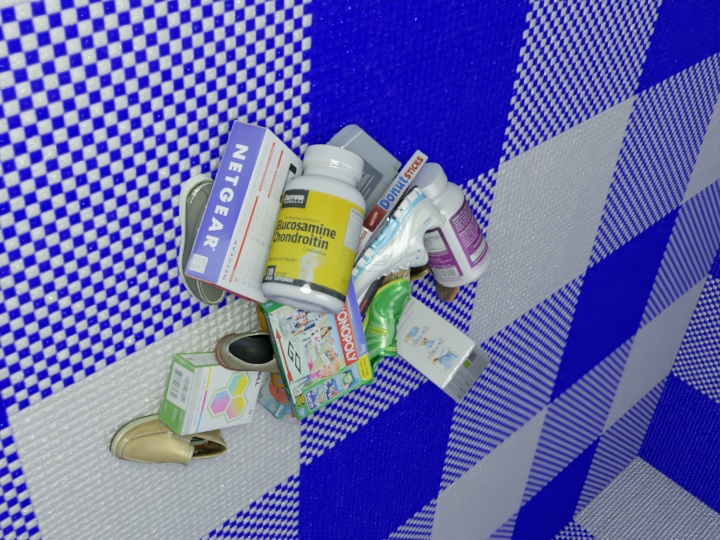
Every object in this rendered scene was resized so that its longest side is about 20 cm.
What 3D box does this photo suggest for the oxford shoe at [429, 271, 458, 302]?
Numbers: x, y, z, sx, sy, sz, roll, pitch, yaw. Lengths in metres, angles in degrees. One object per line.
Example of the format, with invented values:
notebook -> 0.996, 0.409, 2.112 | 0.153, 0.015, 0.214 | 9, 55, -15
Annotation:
oxford shoe -> 0.143, -0.018, 1.586 | 0.072, 0.071, 0.202 | -20, 129, -18

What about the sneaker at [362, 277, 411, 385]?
sneaker -> 0.040, 0.104, 1.411 | 0.074, 0.083, 0.202 | 3, 120, -53

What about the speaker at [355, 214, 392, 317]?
speaker -> 0.000, 0.000, 1.334 | 0.081, 0.081, 0.202 | 16, 106, -55

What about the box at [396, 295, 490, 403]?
box -> 0.125, 0.135, 1.560 | 0.102, 0.199, 0.112 | -52, 148, -3

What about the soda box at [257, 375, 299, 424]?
soda box -> -0.090, 0.159, 1.433 | 0.201, 0.063, 0.068 | -57, 147, 0

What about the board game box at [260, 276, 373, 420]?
board game box -> -0.058, 0.104, 1.203 | 0.133, 0.029, 0.202 | -26, 127, -20

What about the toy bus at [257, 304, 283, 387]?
toy bus -> -0.114, 0.088, 1.313 | 0.077, 0.066, 0.202 | -7, 129, -1

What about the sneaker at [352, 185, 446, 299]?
sneaker -> 0.052, -0.021, 1.246 | 0.201, 0.086, 0.075 | -52, -179, 8

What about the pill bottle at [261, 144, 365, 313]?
pill bottle -> -0.055, -0.053, 1.092 | 0.112, 0.111, 0.203 | 29, 70, -57

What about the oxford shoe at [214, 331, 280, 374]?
oxford shoe -> -0.109, 0.121, 1.228 | 0.197, 0.075, 0.072 | -3, 84, -19

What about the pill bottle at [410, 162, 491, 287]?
pill bottle -> 0.140, -0.079, 1.440 | 0.112, 0.112, 0.201 | -42, 123, -19

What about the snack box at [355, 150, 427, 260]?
snack box -> 0.039, -0.097, 1.236 | 0.201, 0.024, 0.072 | -54, 178, -42

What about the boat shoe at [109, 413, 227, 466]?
boat shoe -> -0.279, 0.261, 1.269 | 0.199, 0.076, 0.072 | 2, 117, -52

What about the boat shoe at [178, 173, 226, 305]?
boat shoe -> -0.201, -0.028, 1.133 | 0.072, 0.060, 0.204 | -28, 138, -34

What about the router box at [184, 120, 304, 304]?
router box -> -0.139, -0.068, 1.098 | 0.179, 0.048, 0.203 | 37, 69, -71

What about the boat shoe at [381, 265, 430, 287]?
boat shoe -> 0.058, 0.000, 1.452 | 0.199, 0.066, 0.075 | -26, 144, -51

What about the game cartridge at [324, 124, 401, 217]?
game cartridge -> -0.037, -0.109, 1.239 | 0.201, 0.041, 0.133 | -54, 140, 4

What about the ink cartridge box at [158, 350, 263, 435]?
ink cartridge box -> -0.206, 0.181, 1.295 | 0.199, 0.059, 0.105 | 2, 107, -53
